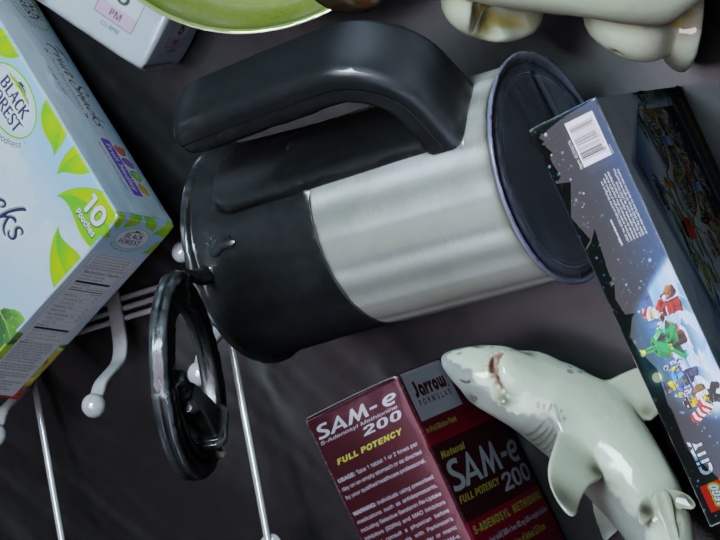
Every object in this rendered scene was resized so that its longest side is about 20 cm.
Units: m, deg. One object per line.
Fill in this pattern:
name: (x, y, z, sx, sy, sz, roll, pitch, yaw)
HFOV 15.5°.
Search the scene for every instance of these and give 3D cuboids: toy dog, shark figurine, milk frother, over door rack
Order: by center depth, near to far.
toy dog: (0.067, -0.162, 1.241, 0.199, 0.194, 0.140, 8, 109, 4)
milk frother: (0.000, 0.000, 1.281, 0.188, 0.180, 0.201, -16, 63, 32)
shark figurine: (0.128, 0.130, 1.315, 0.090, 0.128, 0.215, 107, 148, -56)
over door rack: (-0.123, 0.095, 1.438, 0.147, 0.067, 0.201, -17, 89, 26)

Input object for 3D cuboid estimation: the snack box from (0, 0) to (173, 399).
snack box: (-0.201, -0.052, 1.434, 0.142, 0.053, 0.200, -46, 60, 21)

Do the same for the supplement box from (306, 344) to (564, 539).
supplement box: (0.057, 0.145, 1.338, 0.061, 0.109, 0.201, -28, 85, 24)

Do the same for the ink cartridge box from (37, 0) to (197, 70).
ink cartridge box: (-0.126, -0.233, 1.410, 0.162, 0.057, 0.200, 35, 113, 17)

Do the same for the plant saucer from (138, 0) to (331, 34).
plant saucer: (-0.051, -0.217, 1.359, 0.199, 0.031, 0.201, -2, 83, 15)

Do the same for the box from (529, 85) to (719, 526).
box: (0.158, 0.012, 1.260, 0.038, 0.137, 0.201, -26, 85, 23)
